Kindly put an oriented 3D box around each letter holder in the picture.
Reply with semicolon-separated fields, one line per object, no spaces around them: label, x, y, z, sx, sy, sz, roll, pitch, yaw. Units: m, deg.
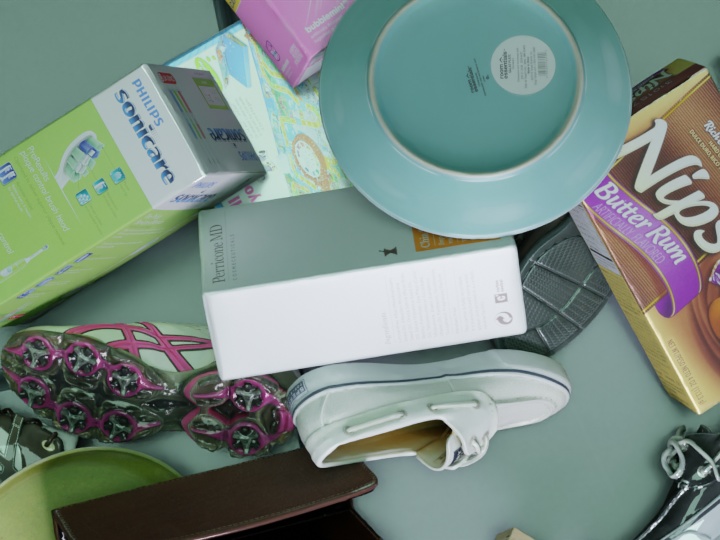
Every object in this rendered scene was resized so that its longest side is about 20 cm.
letter holder;-0.076;0.197;1.653;0.199;0.142;0.101;-13;111;-17

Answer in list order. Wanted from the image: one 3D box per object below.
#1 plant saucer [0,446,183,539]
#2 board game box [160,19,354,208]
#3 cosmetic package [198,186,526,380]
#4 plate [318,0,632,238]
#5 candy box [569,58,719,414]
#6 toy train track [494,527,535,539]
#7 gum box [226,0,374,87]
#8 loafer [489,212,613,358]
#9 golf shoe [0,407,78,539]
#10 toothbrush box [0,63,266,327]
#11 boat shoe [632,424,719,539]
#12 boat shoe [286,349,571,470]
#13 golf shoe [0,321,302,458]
plant saucer;-0.187;0.206;1.709;0.199;0.031;0.201;-8;108;-27
board game box;-0.041;-0.076;1.766;0.134;0.034;0.200;-29;85;-1
cosmetic package;0.000;0.000;1.683;0.199;0.102;0.071;-10;124;0
plate;0.072;-0.117;1.654;0.199;0.026;0.201;-1;69;2
candy box;0.214;-0.023;1.709;0.116;0.056;0.200;-32;108;-7
toy train track;0.169;0.232;1.709;0.200;0.115;0.033;32;60;-14
gum box;0.003;-0.228;1.738;0.200;0.066;0.114;-36;86;-18
loafer;0.145;-0.029;1.754;0.072;0.063;0.200;32;91;-27
golf shoe;-0.239;0.115;1.742;0.094;0.078;0.200;-33;96;-4
toothbrush box;-0.178;-0.046;1.693;0.200;0.146;0.086;-30;86;13
boat shoe;0.232;0.129;1.723;0.199;0.074;0.068;-41;85;1
boat shoe;0.052;0.098;1.699;0.199;0.071;0.070;0;54;-28
golf shoe;-0.137;0.070;1.739;0.199;0.092;0.073;11;115;0
